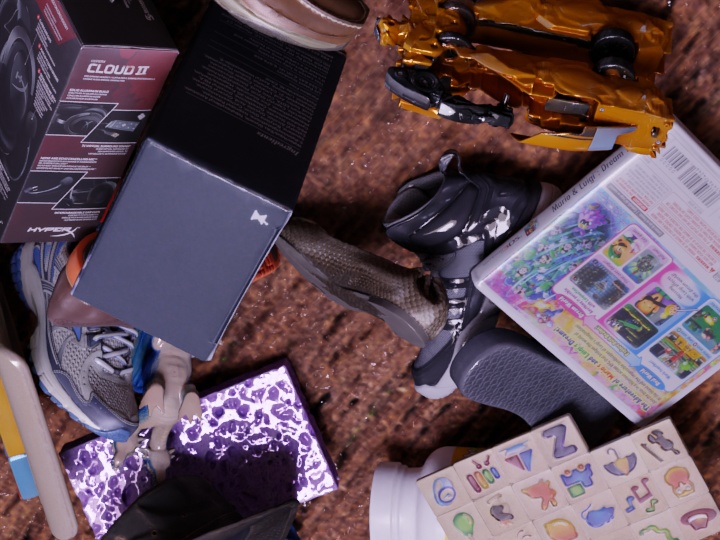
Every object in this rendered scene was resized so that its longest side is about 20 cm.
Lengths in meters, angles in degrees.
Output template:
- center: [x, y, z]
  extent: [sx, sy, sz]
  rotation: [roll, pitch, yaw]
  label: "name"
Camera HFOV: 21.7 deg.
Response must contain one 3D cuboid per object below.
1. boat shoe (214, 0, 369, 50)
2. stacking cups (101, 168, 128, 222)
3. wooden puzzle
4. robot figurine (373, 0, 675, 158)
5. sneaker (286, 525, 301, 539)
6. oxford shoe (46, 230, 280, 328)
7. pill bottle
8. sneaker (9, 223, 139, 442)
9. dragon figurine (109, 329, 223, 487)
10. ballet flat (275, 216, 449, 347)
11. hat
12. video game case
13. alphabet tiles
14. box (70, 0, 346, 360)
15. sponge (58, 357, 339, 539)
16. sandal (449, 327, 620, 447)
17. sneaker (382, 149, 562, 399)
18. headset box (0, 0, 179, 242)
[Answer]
- center: [-0.078, -0.222, 1.250]
  extent: [0.199, 0.076, 0.074]
  rotation: [31, 123, -13]
  label: "boat shoe"
- center: [-0.252, -0.060, 1.377]
  extent: [0.199, 0.061, 0.061]
  rotation: [4, 133, -28]
  label: "stacking cups"
- center: [-0.271, 0.085, 1.451]
  extent: [0.037, 0.200, 0.186]
  rotation: [-18, 126, -11]
  label: "wooden puzzle"
- center: [0.106, -0.135, 1.238]
  extent: [0.199, 0.146, 0.058]
  rotation: [10, 139, -2]
  label: "robot figurine"
- center: [-0.126, 0.186, 1.576]
  extent: [0.105, 0.076, 0.200]
  rotation: [-36, 113, 12]
  label: "sneaker"
- center: [-0.144, 0.000, 1.375]
  extent: [0.073, 0.199, 0.071]
  rotation: [-43, 66, 39]
  label: "oxford shoe"
- center: [0.110, 0.194, 1.498]
  extent: [0.199, 0.105, 0.105]
  rotation: [2, 127, 10]
  label: "pill bottle"
- center: [-0.201, 0.036, 1.405]
  extent: [0.085, 0.201, 0.077]
  rotation: [-39, 145, 18]
  label: "sneaker"
- center: [-0.151, 0.067, 1.450]
  extent: [0.059, 0.201, 0.099]
  rotation: [11, 173, -22]
  label: "dragon figurine"
- center: [0.000, 0.000, 1.359]
  extent: [0.046, 0.200, 0.067]
  rotation: [-48, 127, -10]
  label: "ballet flat"
- center: [-0.146, 0.210, 1.450]
  extent: [0.081, 0.200, 0.201]
  rotation: [54, 128, 19]
  label: "hat"
- center: [0.209, 0.004, 1.342]
  extent: [0.182, 0.024, 0.200]
  rotation: [-40, 122, 18]
  label: "video game case"
- center: [0.167, 0.190, 1.425]
  extent: [0.199, 0.008, 0.168]
  rotation: [-26, 104, 18]
  label: "alphabet tiles"
- center: [-0.101, -0.067, 1.289]
  extent: [0.107, 0.200, 0.149]
  rotation: [26, 127, -8]
  label: "box"
- center: [-0.128, 0.157, 1.512]
  extent: [0.199, 0.030, 0.112]
  rotation: [-21, 99, 4]
  label: "sponge"
- center: [0.135, 0.083, 1.416]
  extent: [0.076, 0.043, 0.200]
  rotation: [-44, 139, 10]
  label: "sandal"
- center: [0.060, -0.001, 1.386]
  extent: [0.113, 0.076, 0.201]
  rotation: [26, 121, -7]
  label: "sneaker"
- center: [-0.207, -0.141, 1.282]
  extent: [0.077, 0.149, 0.200]
  rotation: [-1, 137, -36]
  label: "headset box"
